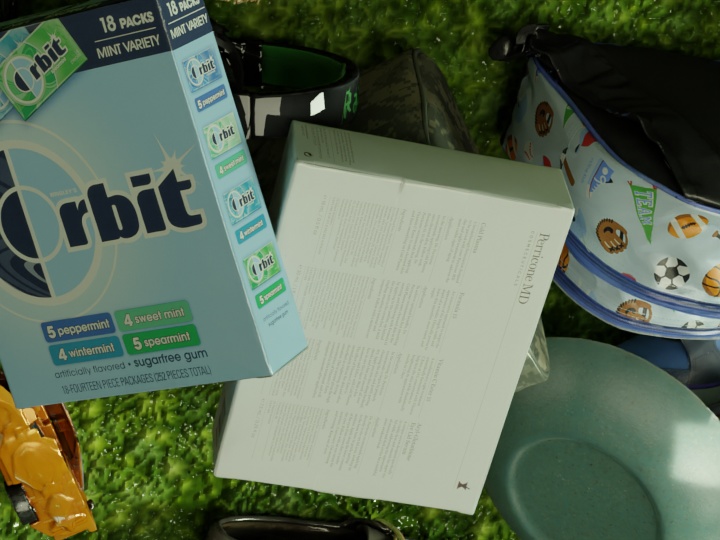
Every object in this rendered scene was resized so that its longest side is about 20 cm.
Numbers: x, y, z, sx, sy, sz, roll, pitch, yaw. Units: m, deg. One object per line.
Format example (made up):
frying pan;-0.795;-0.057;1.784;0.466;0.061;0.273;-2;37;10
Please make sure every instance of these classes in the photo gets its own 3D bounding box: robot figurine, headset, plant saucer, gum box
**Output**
robot figurine;-0.234;0.087;1.351;0.144;0.058;0.201;-24;123;-7
headset;-0.100;-0.113;1.263;0.199;0.124;0.095;1;109;0
plant saucer;0.145;0.135;1.442;0.039;0.200;0.202;-45;134;-42
gum box;-0.133;-0.036;1.211;0.169;0.045;0.201;-9;105;32

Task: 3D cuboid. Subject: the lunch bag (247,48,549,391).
lunch bag;0.000;0.000;1.349;0.167;0.140;0.201;-21;122;12

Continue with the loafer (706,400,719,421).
loafer;0.207;0.128;1.467;0.072;0.063;0.200;-4;161;-39

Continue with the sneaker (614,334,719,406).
sneaker;0.239;0.001;1.469;0.199;0.081;0.147;-8;111;-11

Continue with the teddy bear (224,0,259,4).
teddy bear;-0.049;-0.211;1.263;0.199;0.067;0.146;-9;110;-8

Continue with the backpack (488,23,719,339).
backpack;0.183;-0.046;1.350;0.199;0.191;0.155;-1;118;-20

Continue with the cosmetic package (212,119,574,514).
cosmetic package;0.014;0.029;1.254;0.150;0.052;0.201;11;119;-10

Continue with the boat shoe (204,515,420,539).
boat shoe;-0.004;0.189;1.478;0.200;0.072;0.061;3;120;-18
